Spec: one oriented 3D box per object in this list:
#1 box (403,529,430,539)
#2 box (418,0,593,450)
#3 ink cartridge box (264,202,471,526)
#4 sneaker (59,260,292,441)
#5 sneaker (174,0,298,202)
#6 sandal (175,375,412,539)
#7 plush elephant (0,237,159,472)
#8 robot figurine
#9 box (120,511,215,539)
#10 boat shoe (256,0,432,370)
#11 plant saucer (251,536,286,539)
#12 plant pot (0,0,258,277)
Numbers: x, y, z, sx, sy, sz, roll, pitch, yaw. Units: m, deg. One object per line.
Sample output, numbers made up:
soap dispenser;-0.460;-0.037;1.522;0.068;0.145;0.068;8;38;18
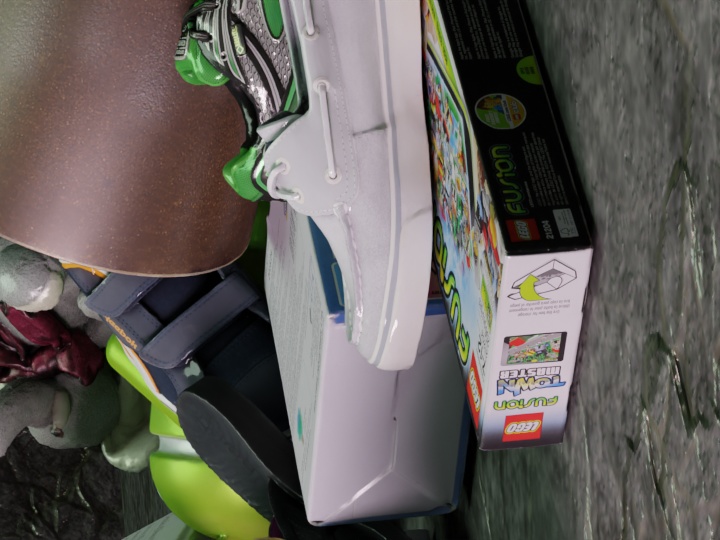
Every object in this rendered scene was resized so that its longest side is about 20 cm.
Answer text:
box;0.022;0.246;1.435;0.200;0.036;0.145;95;167;-50
box;0.051;-0.039;1.131;0.110;0.035;0.201;95;168;-44
ink cartridge box;0.000;0.000;1.334;0.200;0.076;0.137;-105;16;-47
sneaker;-0.098;0.010;1.432;0.200;0.078;0.079;44;171;26
sneaker;-0.045;-0.124;1.238;0.078;0.085;0.201;-155;50;-79
sandal;-0.025;0.132;1.348;0.200;0.048;0.075;39;151;27
plush elephant;-0.190;0.044;1.691;0.200;0.164;0.156;-15;-72;-56
robot figurine;-0.054;0.057;1.527;0.175;0.115;0.201;7;-94;-61
box;-0.099;0.254;1.551;0.200;0.130;0.200;61;-172;-5
boat shoe;-0.009;-0.058;1.166;0.072;0.068;0.201;-136;43;-77
plant saucer;-0.015;0.222;1.328;0.200;0.035;0.201;41;147;34
plant pot;-0.109;-0.131;1.341;0.187;0.186;0.201;-110;37;-60
